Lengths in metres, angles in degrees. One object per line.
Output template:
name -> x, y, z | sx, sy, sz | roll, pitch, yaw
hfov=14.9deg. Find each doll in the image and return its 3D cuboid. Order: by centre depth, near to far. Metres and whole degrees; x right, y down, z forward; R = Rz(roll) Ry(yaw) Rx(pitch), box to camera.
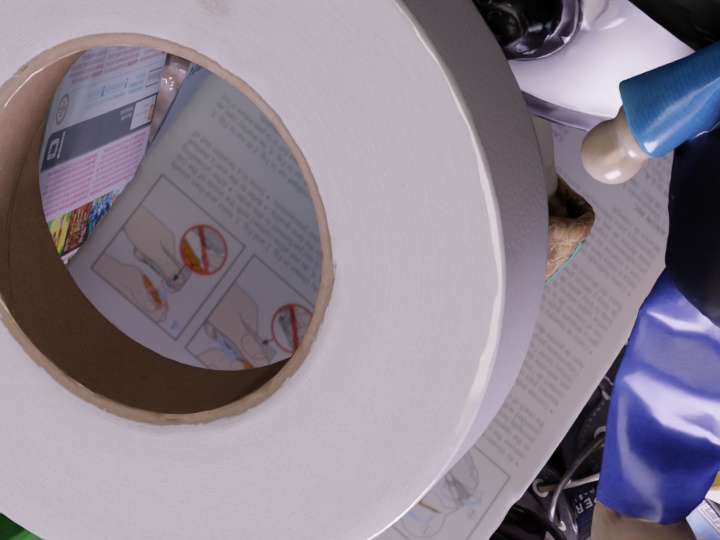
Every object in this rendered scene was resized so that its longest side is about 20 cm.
doll -> 0.118, -0.006, 0.680 | 0.136, 0.048, 0.200 | 9, 123, -5

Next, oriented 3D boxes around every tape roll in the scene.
tape roll -> -0.049, -0.015, 0.727 | 0.203, 0.037, 0.203 | 8, 111, 22

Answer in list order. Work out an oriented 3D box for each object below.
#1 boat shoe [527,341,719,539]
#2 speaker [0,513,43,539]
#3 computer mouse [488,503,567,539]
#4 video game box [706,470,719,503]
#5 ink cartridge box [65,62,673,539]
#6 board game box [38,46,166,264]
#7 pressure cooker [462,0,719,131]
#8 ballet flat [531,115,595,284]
boat shoe -> 0.092, 0.074, 0.960 | 0.070, 0.066, 0.200 | -34, 109, 33
speaker -> -0.087, 0.164, 1.068 | 0.088, 0.088, 0.200 | -17, 117, 27
computer mouse -> 0.034, 0.096, 0.963 | 0.138, 0.053, 0.200 | 21, 165, 22
video game box -> 0.186, -0.024, 0.750 | 0.047, 0.182, 0.200 | 25, 159, -31
ink cartridge box -> 0.000, 0.000, 0.860 | 0.160, 0.200, 0.047 | 41, 158, -13
board game box -> -0.113, -0.027, 0.858 | 0.064, 0.148, 0.200 | 15, 100, 7
pressure cooker -> 0.085, -0.131, 0.735 | 0.176, 0.200, 0.179 | 4, 124, 16
ballet flat -> 0.007, -0.080, 0.810 | 0.065, 0.071, 0.200 | -27, 101, 23
